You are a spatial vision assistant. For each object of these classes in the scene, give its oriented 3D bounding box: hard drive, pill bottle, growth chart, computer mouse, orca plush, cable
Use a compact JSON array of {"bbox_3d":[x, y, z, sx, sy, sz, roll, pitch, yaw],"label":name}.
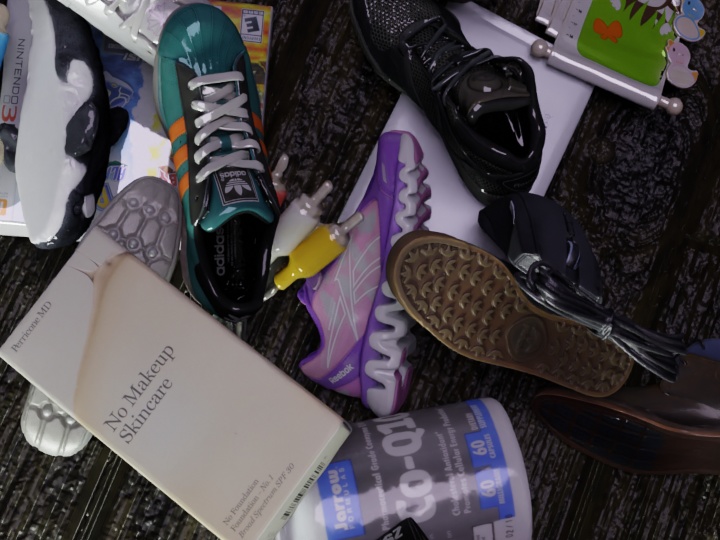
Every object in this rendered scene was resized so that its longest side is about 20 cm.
[{"bbox_3d":[0.084,-0.093,0.981,0.131,0.025,0.202,27,77,0],"label":"hard drive"},{"bbox_3d":[0.008,0.159,0.879,0.197,0.114,0.116,-10,80,-8],"label":"pill bottle"},{"bbox_3d":[0.206,-0.224,1.012,0.142,0.018,0.203,14,69,-5],"label":"growth chart"},{"bbox_3d":[0.154,0.002,0.865,0.139,0.200,0.046,32,102,-12],"label":"computer mouse"},{"bbox_3d":[-0.200,-0.114,0.906,0.071,0.105,0.203,7,61,-49],"label":"orca plush"},{"bbox_3d":[-0.084,0.012,0.898,0.097,0.050,0.201,37,100,11],"label":"cable"}]

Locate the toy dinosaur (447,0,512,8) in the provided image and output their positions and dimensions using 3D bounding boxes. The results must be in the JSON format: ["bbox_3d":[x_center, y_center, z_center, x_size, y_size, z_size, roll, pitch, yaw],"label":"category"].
[{"bbox_3d":[0.066,-0.228,0.953,0.101,0.078,0.201,6,34,-10],"label":"toy dinosaur"}]

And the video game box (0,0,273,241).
[{"bbox_3d":[-0.168,-0.111,0.949,0.196,0.047,0.185,4,81,-5],"label":"video game box"}]

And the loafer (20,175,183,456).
[{"bbox_3d":[-0.179,0.029,0.897,0.069,0.070,0.202,26,87,-9],"label":"loafer"}]

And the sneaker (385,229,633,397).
[{"bbox_3d":[0.091,0.026,0.899,0.198,0.090,0.068,26,95,-23],"label":"sneaker"}]

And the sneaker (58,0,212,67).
[{"bbox_3d":[-0.149,-0.188,0.843,0.099,0.199,0.075,37,95,44],"label":"sneaker"}]

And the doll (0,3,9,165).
[{"bbox_3d":[-0.274,-0.146,0.906,0.048,0.137,0.202,3,55,-30],"label":"doll"}]

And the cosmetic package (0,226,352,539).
[{"bbox_3d":[-0.113,0.076,0.806,0.199,0.073,0.104,36,83,10],"label":"cosmetic package"}]

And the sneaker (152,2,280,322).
[{"bbox_3d":[-0.084,-0.067,0.818,0.070,0.080,0.203,-11,104,-21],"label":"sneaker"}]

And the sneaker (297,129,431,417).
[{"bbox_3d":[0.000,0.000,0.915,0.087,0.080,0.204,10,97,13],"label":"sneaker"}]

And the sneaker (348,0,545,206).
[{"bbox_3d":[0.066,-0.146,0.920,0.076,0.114,0.201,-31,81,-13],"label":"sneaker"}]

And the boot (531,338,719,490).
[{"bbox_3d":[0.229,0.096,0.952,0.197,0.075,0.098,16,52,7],"label":"boot"}]

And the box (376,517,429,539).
[{"bbox_3d":[0.026,0.283,0.836,0.159,0.049,0.201,-36,110,-1],"label":"box"}]
